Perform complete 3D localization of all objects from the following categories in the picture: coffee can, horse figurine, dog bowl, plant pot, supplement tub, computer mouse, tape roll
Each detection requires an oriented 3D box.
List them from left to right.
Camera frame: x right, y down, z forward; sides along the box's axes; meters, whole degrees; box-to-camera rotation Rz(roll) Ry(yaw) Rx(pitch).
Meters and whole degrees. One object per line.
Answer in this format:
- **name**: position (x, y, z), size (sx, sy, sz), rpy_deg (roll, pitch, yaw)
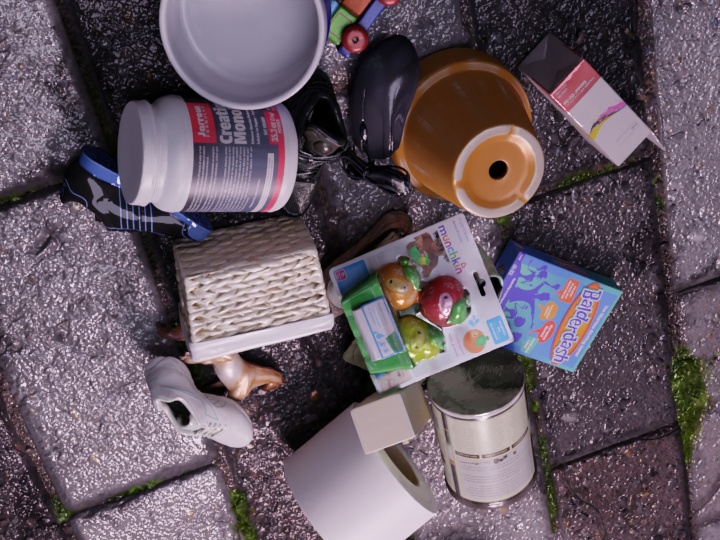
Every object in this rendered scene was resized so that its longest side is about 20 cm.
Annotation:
- **supplement tub**: position (-0.188, -0.143, 1.498), size (0.197, 0.141, 0.142), rpy_deg (-1, 119, -26)
- **horse figurine**: position (-0.205, 0.137, 1.712), size (0.131, 0.050, 0.201), rpy_deg (-30, 125, 9)
- **dog bowl**: position (-0.134, -0.299, 1.441), size (0.197, 0.079, 0.203), rpy_deg (3, 116, 6)
- **tape roll**: position (0.001, 0.315, 1.785), size (0.139, 0.203, 0.203), rpy_deg (-40, 122, 7)
- **computer mouse**: position (0.022, -0.202, 1.560), size (0.052, 0.138, 0.203), rpy_deg (-4, 112, -41)
- **plant pot**: position (0.147, -0.163, 1.580), size (0.197, 0.184, 0.203), rpy_deg (-8, 120, -13)
- **coffee can**: position (0.184, 0.235, 1.818), size (0.144, 0.147, 0.202), rpy_deg (-18, 128, -7)

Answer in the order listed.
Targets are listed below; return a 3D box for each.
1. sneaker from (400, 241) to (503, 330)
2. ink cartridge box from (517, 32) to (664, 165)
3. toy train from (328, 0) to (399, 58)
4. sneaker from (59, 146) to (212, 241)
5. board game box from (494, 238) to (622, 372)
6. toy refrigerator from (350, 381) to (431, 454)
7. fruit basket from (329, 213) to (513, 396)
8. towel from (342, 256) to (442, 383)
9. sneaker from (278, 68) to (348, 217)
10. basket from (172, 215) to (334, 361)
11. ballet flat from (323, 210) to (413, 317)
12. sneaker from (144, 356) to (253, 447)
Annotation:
- **sneaker**: position (0.117, 0.060, 1.687), size (0.073, 0.118, 0.201), rpy_deg (28, 104, -32)
- **ink cartridge box**: position (0.313, -0.218, 1.642), size (0.068, 0.117, 0.199), rpy_deg (-46, 120, 10)
- **toy train**: position (0.002, -0.374, 1.488), size (0.115, 0.085, 0.201), rpy_deg (34, 104, -16)
- **sneaker**: position (-0.288, -0.079, 1.561), size (0.199, 0.070, 0.078), rpy_deg (30, 109, -22)
- **board game box**: position (0.273, 0.055, 1.821), size (0.198, 0.045, 0.153), rpy_deg (18, 111, -26)
- **toy refrigerator**: position (0.047, 0.204, 1.710), size (0.075, 0.200, 0.071), rpy_deg (-20, 87, 9)
- **fruit basket**: position (0.079, 0.048, 1.610), size (0.198, 0.094, 0.188), rpy_deg (-21, 95, 12)
- **towel**: position (0.076, 0.074, 1.774), size (0.147, 0.037, 0.202), rpy_deg (20, 110, -27)
- **sneaker**: position (-0.071, -0.147, 1.564), size (0.075, 0.115, 0.202), rpy_deg (8, 117, -19)
- **basket**: position (-0.148, 0.018, 1.615), size (0.197, 0.136, 0.125), rpy_deg (-14, 119, -10)
- **ballet flat**: position (0.000, 0.000, 1.691), size (0.068, 0.067, 0.201), rpy_deg (35, 103, -21)
- **sneaker**: position (-0.225, 0.202, 1.681), size (0.070, 0.081, 0.200), rpy_deg (-36, 127, 19)
